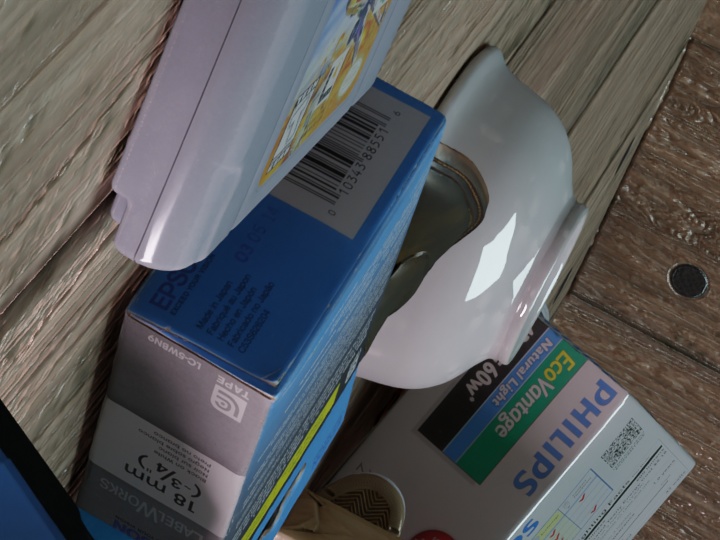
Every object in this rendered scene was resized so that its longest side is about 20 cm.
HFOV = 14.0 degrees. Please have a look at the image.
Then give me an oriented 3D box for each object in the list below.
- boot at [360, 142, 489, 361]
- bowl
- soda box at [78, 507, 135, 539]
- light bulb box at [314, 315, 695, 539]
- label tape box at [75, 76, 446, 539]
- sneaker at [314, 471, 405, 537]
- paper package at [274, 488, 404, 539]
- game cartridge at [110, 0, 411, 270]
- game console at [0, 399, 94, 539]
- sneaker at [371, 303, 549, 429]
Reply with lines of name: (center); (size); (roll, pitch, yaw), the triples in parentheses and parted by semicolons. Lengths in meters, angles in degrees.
boot: (0.000, 0.000, 1.222); (0.097, 0.074, 0.200); (-63, 176, -13)
bowl: (0.062, -0.012, 1.577); (0.202, 0.090, 0.201); (-61, 173, -13)
soda box: (-0.126, 0.158, 0.947); (0.068, 0.064, 0.200); (-66, 173, 32)
light bulb box: (0.095, 0.140, 1.921); (0.198, 0.125, 0.200); (-49, 155, -1)
label tape box: (-0.043, 0.037, 1.084); (0.144, 0.063, 0.200); (-57, 172, -37)
sneaker: (-0.031, 0.203, 1.817); (0.200, 0.071, 0.112); (-56, 171, 11)
paper package: (-0.008, 0.262, 1.707); (0.201, 0.190, 0.103); (-63, 177, 13)
game cartridge: (-0.013, -0.092, 0.927); (0.133, 0.041, 0.200); (-61, 175, 30)
game console: (-0.045, 0.081, 0.647); (0.200, 0.170, 0.119); (-40, 126, -74)
sneaker: (0.066, 0.073, 1.999); (0.112, 0.077, 0.200); (-60, 173, -26)
